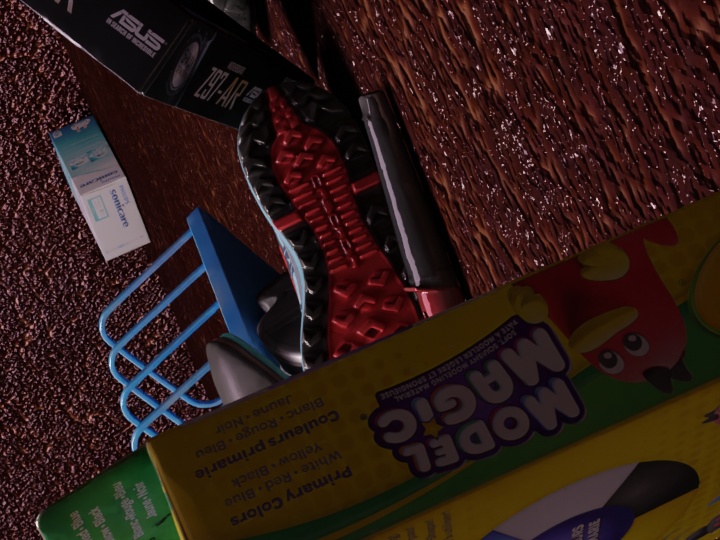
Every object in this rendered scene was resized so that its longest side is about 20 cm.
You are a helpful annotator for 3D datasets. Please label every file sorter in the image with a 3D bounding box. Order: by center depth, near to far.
[{"bbox_3d":[-0.086,0.083,1.215,0.139,0.123,0.200,41,-167,-35],"label":"file sorter"}]

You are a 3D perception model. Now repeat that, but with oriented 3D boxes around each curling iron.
[{"bbox_3d":[0.028,0.013,0.847,0.026,0.049,0.201,-37,-62,-53],"label":"curling iron"}]

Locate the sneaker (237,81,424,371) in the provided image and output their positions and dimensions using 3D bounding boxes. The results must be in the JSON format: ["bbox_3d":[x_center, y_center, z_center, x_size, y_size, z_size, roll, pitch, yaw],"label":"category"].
[{"bbox_3d":[0.000,0.000,0.928,0.096,0.079,0.201,0,-107,-86],"label":"sneaker"}]

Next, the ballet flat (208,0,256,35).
[{"bbox_3d":[-0.099,-0.187,1.019,0.201,0.057,0.067,76,168,-46],"label":"ballet flat"}]

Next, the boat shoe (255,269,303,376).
[{"bbox_3d":[-0.021,0.037,1.102,0.065,0.074,0.202,56,176,-11],"label":"boat shoe"}]

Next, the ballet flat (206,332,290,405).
[{"bbox_3d":[-0.020,0.117,1.025,0.199,0.069,0.068,35,161,3],"label":"ballet flat"}]

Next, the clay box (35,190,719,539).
[{"bbox_3d":[0.030,0.053,0.434,0.115,0.199,0.048,82,162,-60],"label":"clay box"}]

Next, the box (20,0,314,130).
[{"bbox_3d":[-0.121,-0.137,0.906,0.160,0.044,0.200,38,-173,14],"label":"box"}]

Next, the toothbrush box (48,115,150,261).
[{"bbox_3d":[-0.430,-0.137,2.944,0.200,0.085,0.147,55,165,46],"label":"toothbrush box"}]
